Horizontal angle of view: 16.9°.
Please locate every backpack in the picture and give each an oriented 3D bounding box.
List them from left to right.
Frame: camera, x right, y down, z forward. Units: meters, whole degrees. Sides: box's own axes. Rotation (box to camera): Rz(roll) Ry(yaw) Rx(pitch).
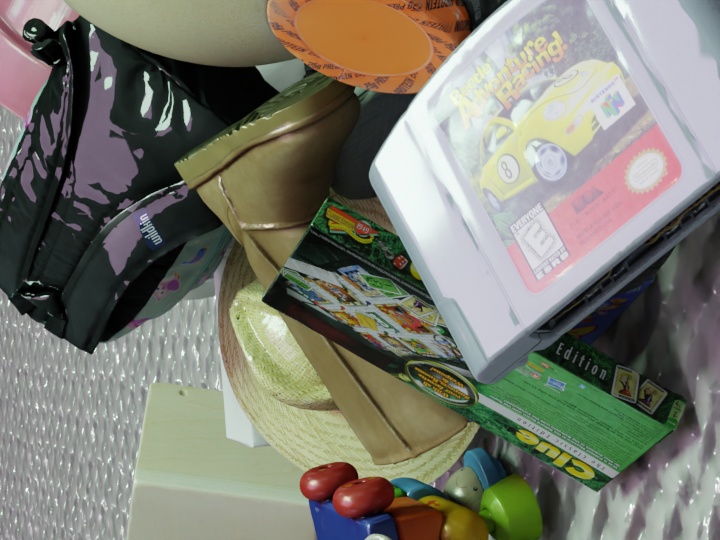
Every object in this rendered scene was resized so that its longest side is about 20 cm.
[{"bbox_3d":[-0.134,-0.049,1.434,0.167,0.126,0.201,42,123,19],"label":"backpack"}]

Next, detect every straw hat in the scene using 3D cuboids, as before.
[{"bbox_3d":[-0.025,0.038,1.396,0.200,0.085,0.203,3,96,32],"label":"straw hat"}]

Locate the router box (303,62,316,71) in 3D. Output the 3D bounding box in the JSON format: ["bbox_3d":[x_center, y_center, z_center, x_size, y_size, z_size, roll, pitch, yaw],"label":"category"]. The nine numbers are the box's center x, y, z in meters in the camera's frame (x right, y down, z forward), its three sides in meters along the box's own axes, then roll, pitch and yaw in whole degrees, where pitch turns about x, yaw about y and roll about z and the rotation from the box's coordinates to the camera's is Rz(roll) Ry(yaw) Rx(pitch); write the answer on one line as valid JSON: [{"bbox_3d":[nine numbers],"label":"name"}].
[{"bbox_3d":[0.013,-0.203,1.416,0.200,0.052,0.159,177,87,-71],"label":"router box"}]

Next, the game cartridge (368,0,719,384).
[{"bbox_3d":[0.094,-0.059,1.082,0.200,0.041,0.134,-41,61,29],"label":"game cartridge"}]

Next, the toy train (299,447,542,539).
[{"bbox_3d":[0.048,0.143,1.305,0.200,0.115,0.085,-173,68,-73],"label":"toy train"}]

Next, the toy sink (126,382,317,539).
[{"bbox_3d":[-0.098,0.190,1.692,0.112,0.129,0.201,-86,5,-53],"label":"toy sink"}]

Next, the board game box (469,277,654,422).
[{"bbox_3d":[0.082,-0.016,1.281,0.200,0.044,0.135,126,135,-62],"label":"board game box"}]

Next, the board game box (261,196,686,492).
[{"bbox_3d":[0.053,0.039,1.189,0.024,0.199,0.105,-63,5,-29],"label":"board game box"}]

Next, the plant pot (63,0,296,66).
[{"bbox_3d":[-0.054,-0.187,1.288,0.134,0.199,0.201,39,135,35],"label":"plant pot"}]

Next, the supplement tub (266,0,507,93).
[{"bbox_3d":[0.028,-0.195,1.167,0.123,0.122,0.201,131,157,-64],"label":"supplement tub"}]

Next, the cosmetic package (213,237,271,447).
[{"bbox_3d":[-0.035,0.006,1.527,0.085,0.107,0.202,175,88,-76],"label":"cosmetic package"}]

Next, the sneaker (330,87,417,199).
[{"bbox_3d":[0.035,-0.126,1.276,0.200,0.072,0.073,-51,42,29],"label":"sneaker"}]

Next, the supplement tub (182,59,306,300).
[{"bbox_3d":[-0.118,-0.093,1.684,0.145,0.144,0.201,-114,27,-42],"label":"supplement tub"}]

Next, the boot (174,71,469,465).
[{"bbox_3d":[0.000,0.000,1.265,0.201,0.066,0.175,56,157,-6],"label":"boot"}]

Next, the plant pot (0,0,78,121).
[{"bbox_3d":[-0.181,-0.216,1.793,0.180,0.199,0.200,-64,34,29],"label":"plant pot"}]

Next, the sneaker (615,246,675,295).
[{"bbox_3d":[0.114,-0.088,1.155,0.081,0.073,0.202,148,121,-79],"label":"sneaker"}]
